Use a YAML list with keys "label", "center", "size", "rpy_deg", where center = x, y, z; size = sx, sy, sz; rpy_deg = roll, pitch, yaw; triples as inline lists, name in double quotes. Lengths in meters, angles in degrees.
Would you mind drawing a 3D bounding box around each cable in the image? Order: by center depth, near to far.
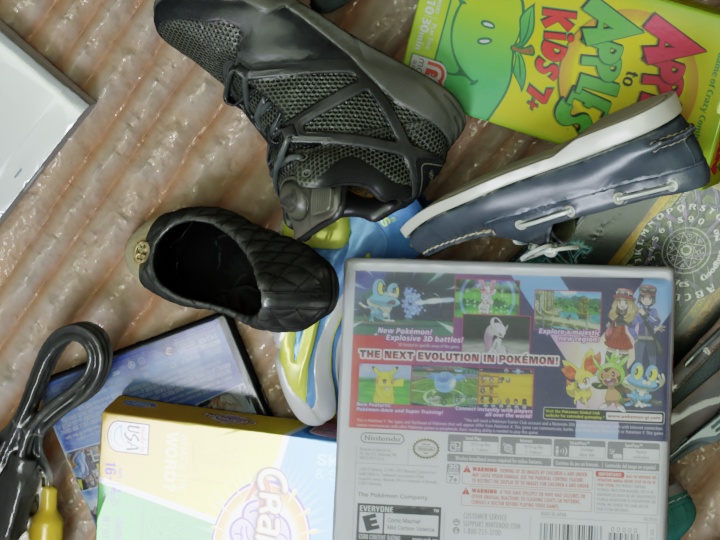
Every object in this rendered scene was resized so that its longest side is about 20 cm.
- label: "cable"
  center: [-0.219, 0.116, 1.430]
  size: [0.097, 0.050, 0.200]
  rpy_deg: [27, 105, 25]

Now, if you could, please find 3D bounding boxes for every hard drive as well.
- label: "hard drive"
  center: [-0.288, -0.124, 1.403]
  size: [0.200, 0.026, 0.132]
  rpy_deg: [40, 105, 0]

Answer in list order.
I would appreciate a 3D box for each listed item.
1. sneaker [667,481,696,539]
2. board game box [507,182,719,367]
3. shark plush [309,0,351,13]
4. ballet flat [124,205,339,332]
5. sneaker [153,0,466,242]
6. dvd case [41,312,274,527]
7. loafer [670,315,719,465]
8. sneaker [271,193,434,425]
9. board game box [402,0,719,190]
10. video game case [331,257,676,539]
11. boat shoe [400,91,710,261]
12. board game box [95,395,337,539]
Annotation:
- label: "sneaker"
  center: [0.155, 0.217, 1.354]
  size: [0.080, 0.071, 0.200]
  rpy_deg: [49, 120, 19]
- label: "board game box"
  center: [0.180, 0.002, 1.342]
  size: [0.200, 0.028, 0.135]
  rpy_deg: [-44, 91, 16]
- label: "shark plush"
  center: [0.020, -0.207, 1.299]
  size: [0.200, 0.083, 0.091]
  rpy_deg: [-9, 100, 12]
- label: "ballet flat"
  center: [-0.089, -0.005, 1.329]
  size: [0.200, 0.057, 0.067]
  rpy_deg: [12, 96, 50]
- label: "sneaker"
  center: [-0.047, -0.094, 1.280]
  size: [0.199, 0.076, 0.114]
  rpy_deg: [30, 65, -2]
- label: "dvd case"
  center: [-0.113, 0.141, 1.430]
  size: [0.143, 0.018, 0.200]
  rpy_deg: [-21, 96, 13]
- label: "loafer"
  center: [0.167, 0.098, 1.320]
  size: [0.200, 0.072, 0.063]
  rpy_deg: [-35, 90, 4]
- label: "sneaker"
  center: [0.000, 0.000, 1.350]
  size: [0.105, 0.076, 0.200]
  rpy_deg: [0, 101, 10]
- label: "board game box"
  center: [0.130, -0.128, 1.293]
  size: [0.200, 0.048, 0.102]
  rpy_deg: [20, 104, 19]
- label: "video game case"
  center: [0.085, 0.086, 1.290]
  size: [0.200, 0.023, 0.182]
  rpy_deg: [2, 87, 11]
- label: "boat shoe"
  center: [0.113, -0.041, 1.261]
  size: [0.200, 0.075, 0.062]
  rpy_deg: [-24, 95, 30]
- label: "board game box"
  center: [-0.070, 0.169, 1.396]
  size: [0.200, 0.040, 0.153]
  rpy_deg: [6, 102, 9]
